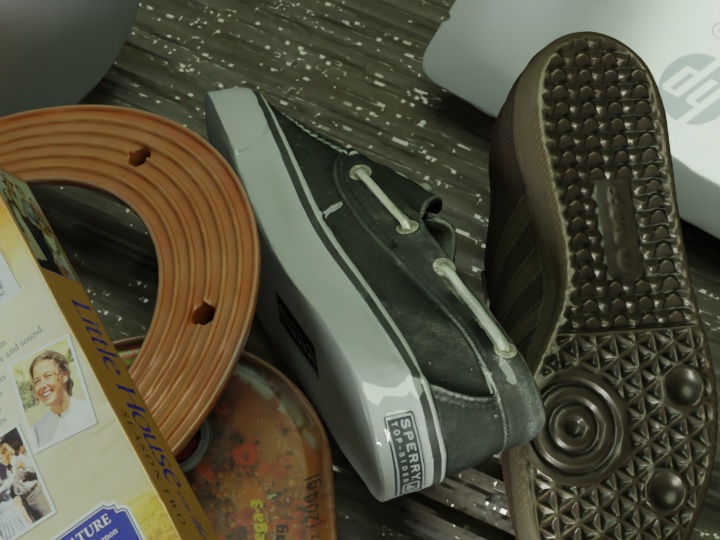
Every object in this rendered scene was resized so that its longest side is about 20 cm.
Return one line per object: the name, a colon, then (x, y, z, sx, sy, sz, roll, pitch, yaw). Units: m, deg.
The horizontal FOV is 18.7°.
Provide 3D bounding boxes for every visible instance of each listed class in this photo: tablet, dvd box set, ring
tablet: (0.135, -0.082, 0.806, 0.200, 0.014, 0.130, 30, 81, 21)
dvd box set: (-0.116, 0.089, 0.626, 0.146, 0.029, 0.200, -37, 66, 11)
ring: (-0.123, 0.024, 0.720, 0.200, 0.019, 0.201, -13, 48, 15)

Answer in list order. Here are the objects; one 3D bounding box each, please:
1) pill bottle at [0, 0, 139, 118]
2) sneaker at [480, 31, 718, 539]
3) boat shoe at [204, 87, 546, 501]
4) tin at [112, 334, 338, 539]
pill bottle: (-0.183, -0.143, 0.829, 0.116, 0.116, 0.200, -36, 61, -27)
sneaker: (0.077, 0.022, 0.748, 0.070, 0.076, 0.201, 6, 72, -11)
boat shoe: (0.000, 0.000, 0.740, 0.063, 0.071, 0.200, -17, 43, -14)
tin: (-0.062, 0.109, 0.684, 0.112, 0.042, 0.201, 1, 51, -7)
